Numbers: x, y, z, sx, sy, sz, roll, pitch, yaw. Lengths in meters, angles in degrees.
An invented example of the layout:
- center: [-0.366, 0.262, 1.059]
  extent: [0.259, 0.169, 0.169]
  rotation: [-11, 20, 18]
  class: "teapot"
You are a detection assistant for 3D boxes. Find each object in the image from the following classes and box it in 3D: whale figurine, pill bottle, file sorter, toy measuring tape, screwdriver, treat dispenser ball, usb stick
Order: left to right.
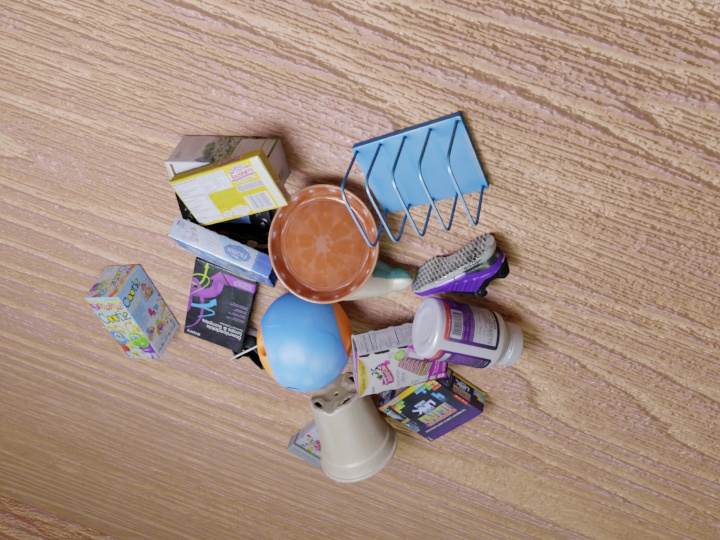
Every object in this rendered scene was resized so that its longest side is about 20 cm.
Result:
- center: [-0.211, 0.161, 1.450]
  extent: [0.196, 0.029, 0.028]
  rotation: [-27, 102, 4]
  class: "screwdriver"
- center: [-0.168, -0.033, 1.295]
  extent: [0.196, 0.033, 0.056]
  rotation: [24, 151, -4]
  class: "usb stick"
- center: [-0.113, -0.080, 1.190]
  extent: [0.194, 0.075, 0.075]
  rotation: [-3, 134, 8]
  class: "toy measuring tape"
- center: [-0.113, 0.141, 1.322]
  extent: [0.195, 0.204, 0.204]
  rotation: [10, 137, 10]
  class: "treat dispenser ball"
- center: [0.000, 0.000, 1.228]
  extent: [0.194, 0.107, 0.159]
  rotation: [0, 171, -7]
  class: "whale figurine"
- center: [0.085, -0.134, 1.034]
  extent: [0.195, 0.124, 0.140]
  rotation: [-10, 129, 29]
  class: "file sorter"
- center: [0.205, 0.123, 1.227]
  extent: [0.195, 0.114, 0.112]
  rotation: [13, 140, -21]
  class: "pill bottle"

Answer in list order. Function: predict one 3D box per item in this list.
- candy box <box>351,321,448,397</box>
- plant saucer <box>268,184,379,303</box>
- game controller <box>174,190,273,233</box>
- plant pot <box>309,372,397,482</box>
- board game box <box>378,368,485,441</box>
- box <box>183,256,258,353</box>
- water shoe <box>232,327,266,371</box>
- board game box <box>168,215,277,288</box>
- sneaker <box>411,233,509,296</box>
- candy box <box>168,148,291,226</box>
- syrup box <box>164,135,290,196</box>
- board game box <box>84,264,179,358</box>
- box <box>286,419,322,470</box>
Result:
- center: [0.082, 0.177, 1.326]
  extent: [0.194, 0.062, 0.139]
  rotation: [-11, 135, -8]
  class: "candy box"
- center: [-0.063, -0.046, 1.135]
  extent: [0.194, 0.032, 0.207]
  rotation: [0, 92, 5]
  class: "plant saucer"
- center: [-0.259, -0.123, 1.235]
  extent: [0.194, 0.043, 0.106]
  rotation: [3, 134, 17]
  class: "game controller"
- center: [-0.031, 0.355, 1.528]
  extent: [0.195, 0.202, 0.187]
  rotation: [-6, 121, 26]
  class: "plant pot"
- center: [0.160, 0.299, 1.481]
  extent: [0.163, 0.057, 0.200]
  rotation: [34, 135, -12]
  class: "board game box"
- center: [-0.303, 0.073, 1.414]
  extent: [0.139, 0.036, 0.204]
  rotation: [19, 122, 1]
  class: "box"
- center: [-0.203, 0.206, 1.510]
  extent: [0.195, 0.080, 0.072]
  rotation: [20, 138, 1]
  class: "water shoe"
- center: [-0.253, -0.030, 1.249]
  extent: [0.195, 0.044, 0.200]
  rotation: [24, 172, -1]
  class: "board game box"
- center: [0.185, 0.018, 1.184]
  extent: [0.198, 0.071, 0.099]
  rotation: [-26, 123, 38]
  class: "sneaker"
- center: [-0.222, -0.136, 1.101]
  extent: [0.195, 0.027, 0.103]
  rotation: [-9, 128, 28]
  class: "candy box"
- center: [-0.232, -0.179, 1.141]
  extent: [0.194, 0.080, 0.083]
  rotation: [4, 135, 17]
  class: "syrup box"
- center: [-0.526, 0.098, 1.509]
  extent: [0.100, 0.106, 0.203]
  rotation: [-1, 132, 22]
  class: "board game box"
- center: [-0.092, 0.474, 1.762]
  extent: [0.154, 0.042, 0.200]
  rotation: [33, 134, -13]
  class: "box"
